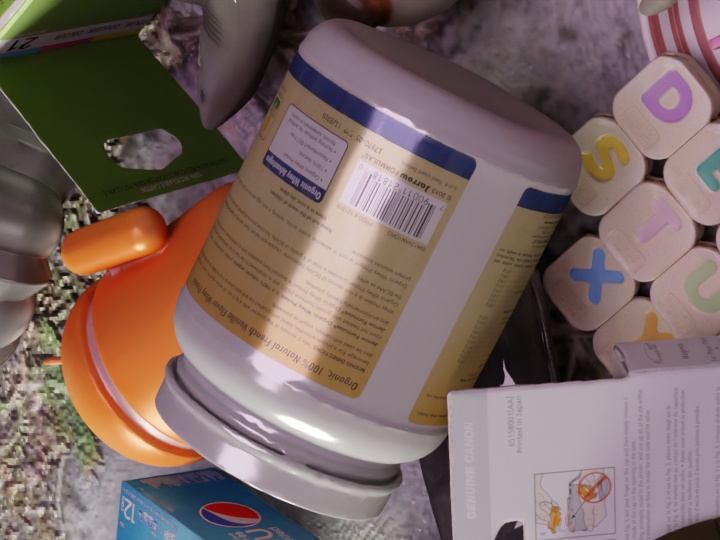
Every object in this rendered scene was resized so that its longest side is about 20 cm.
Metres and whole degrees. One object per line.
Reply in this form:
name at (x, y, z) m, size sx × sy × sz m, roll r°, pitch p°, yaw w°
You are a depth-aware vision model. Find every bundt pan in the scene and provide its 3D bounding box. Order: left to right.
bundt pan at (-0.212, -0.025, 1.361) m, size 0.202 × 0.075 × 0.203 m, roll -51°, pitch 29°, yaw 44°

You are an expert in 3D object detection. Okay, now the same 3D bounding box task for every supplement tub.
supplement tub at (0.000, 0.000, 1.162) m, size 0.144 × 0.144 × 0.201 m, roll 32°, pitch 102°, yaw 22°

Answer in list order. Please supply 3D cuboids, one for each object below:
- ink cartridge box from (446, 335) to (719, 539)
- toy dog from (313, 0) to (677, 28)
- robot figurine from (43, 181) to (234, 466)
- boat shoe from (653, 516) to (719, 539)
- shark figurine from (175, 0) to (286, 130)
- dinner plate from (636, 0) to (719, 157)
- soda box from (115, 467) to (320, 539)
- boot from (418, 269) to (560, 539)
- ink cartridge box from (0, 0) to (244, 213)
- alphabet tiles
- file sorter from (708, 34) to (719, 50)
ink cartridge box at (0.128, 0.132, 1.183) m, size 0.173 × 0.044 × 0.201 m, roll -4°, pitch 111°, yaw -2°
toy dog at (0.055, -0.191, 1.181) m, size 0.200 × 0.140 × 0.194 m, roll -26°, pitch 113°, yaw 39°
robot figurine at (-0.079, 0.028, 1.313) m, size 0.200 × 0.144 × 0.117 m, roll -35°, pitch 59°, yaw 32°
boat shoe at (0.221, 0.145, 1.137) m, size 0.200 × 0.073 × 0.063 m, roll -7°, pitch 107°, yaw -10°
shark figurine at (-0.069, -0.162, 1.223) m, size 0.128 × 0.215 × 0.089 m, roll -48°, pitch 51°, yaw -6°
dinner plate at (0.221, -0.131, 1.148) m, size 0.199 × 0.024 × 0.201 m, roll 7°, pitch 104°, yaw 29°
soda box at (-0.054, 0.173, 1.318) m, size 0.200 × 0.064 × 0.068 m, roll 28°, pitch 116°, yaw 50°
boot at (0.044, 0.114, 1.284) m, size 0.181 × 0.073 × 0.201 m, roll -20°, pitch 92°, yaw 30°
ink cartridge box at (-0.135, -0.139, 1.293) m, size 0.200 × 0.148 × 0.076 m, roll 51°, pitch 120°, yaw 11°
alphabet tiles at (0.179, -0.002, 1.188) m, size 0.200 × 0.015 × 0.196 m, roll 52°, pitch 128°, yaw 6°
file sorter at (0.188, -0.209, 1.064) m, size 0.139 × 0.125 × 0.201 m, roll -21°, pitch 89°, yaw 33°
